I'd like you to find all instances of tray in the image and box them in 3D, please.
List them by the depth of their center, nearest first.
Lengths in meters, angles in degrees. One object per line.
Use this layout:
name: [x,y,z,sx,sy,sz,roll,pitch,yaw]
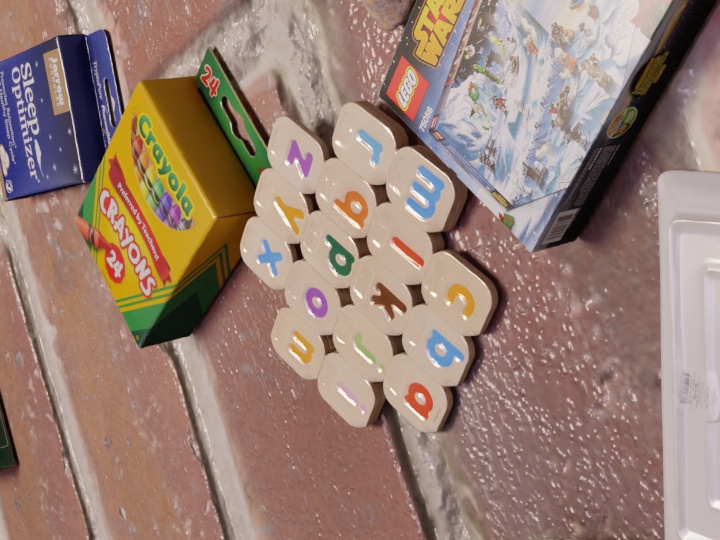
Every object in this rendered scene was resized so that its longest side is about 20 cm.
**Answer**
tray: [0.179,0.056,0.560,0.107,0.022,0.200,9,108,50]

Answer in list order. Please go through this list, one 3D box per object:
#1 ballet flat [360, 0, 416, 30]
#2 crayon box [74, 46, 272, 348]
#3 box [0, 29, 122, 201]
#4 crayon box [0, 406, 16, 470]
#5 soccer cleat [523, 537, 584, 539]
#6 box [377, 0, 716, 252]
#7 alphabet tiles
ballet flat: [0.010,-0.199,0.620,0.200,0.067,0.068,111,143,-54]
crayon box: [-0.137,-0.050,0.887,0.127,0.051,0.200,59,137,22]
box: [-0.264,-0.129,1.033,0.200,0.032,0.121,-5,96,50]
crayon box: [-0.449,0.166,1.324,0.200,0.052,0.126,-18,86,50]
soccer cleat: [0.149,0.163,0.586,0.200,0.069,0.078,16,131,39]
box: [0.093,-0.128,0.595,0.137,0.040,0.200,49,134,28]
alphabet tiles: [0.000,0.000,0.757,0.196,0.015,0.200,41,130,29]
